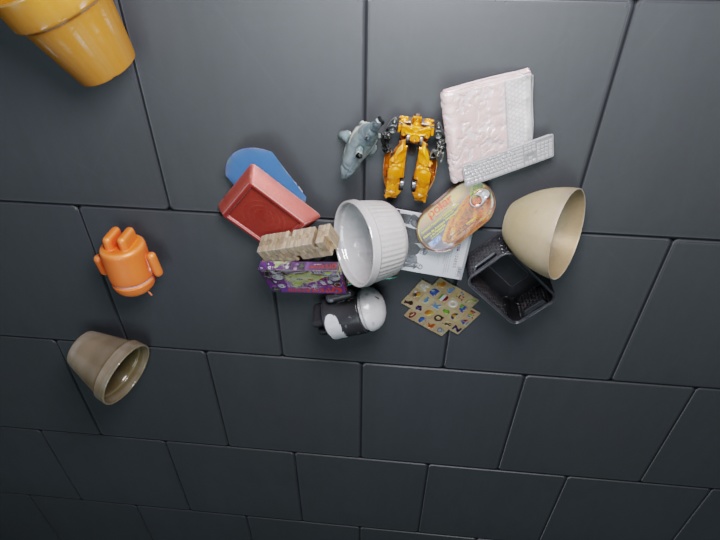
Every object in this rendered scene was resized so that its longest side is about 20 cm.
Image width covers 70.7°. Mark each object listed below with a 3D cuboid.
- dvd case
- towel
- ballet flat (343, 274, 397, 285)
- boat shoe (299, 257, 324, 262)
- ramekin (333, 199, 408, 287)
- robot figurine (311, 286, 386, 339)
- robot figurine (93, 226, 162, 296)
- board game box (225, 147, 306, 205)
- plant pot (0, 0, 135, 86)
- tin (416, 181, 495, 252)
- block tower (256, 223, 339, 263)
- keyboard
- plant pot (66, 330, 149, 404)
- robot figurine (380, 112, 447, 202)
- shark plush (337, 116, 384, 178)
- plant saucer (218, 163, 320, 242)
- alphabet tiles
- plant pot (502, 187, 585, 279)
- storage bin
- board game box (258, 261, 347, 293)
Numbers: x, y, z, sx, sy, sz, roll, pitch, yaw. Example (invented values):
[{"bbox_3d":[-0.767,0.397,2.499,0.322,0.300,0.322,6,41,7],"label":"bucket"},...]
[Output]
[{"bbox_3d":[0.166,-0.064,1.238,0.198,0.025,0.152,10,109,-2],"label":"dvd case"},{"bbox_3d":[0.267,-0.295,1.052,0.189,0.032,0.202,-15,124,0],"label":"towel"},{"bbox_3d":[0.000,0.000,1.314,0.198,0.071,0.071,-10,125,15],"label":"ballet flat"},{"bbox_3d":[-0.141,-0.001,1.319,0.068,0.074,0.199,35,125,-27],"label":"boat shoe"},{"bbox_3d":[0.025,-0.068,1.176,0.104,0.201,0.202,-11,133,-27],"label":"ramekin"},{"bbox_3d":[-0.029,0.112,1.361,0.198,0.150,0.126,-14,88,17],"label":"robot figurine"},{"bbox_3d":[-0.611,-0.016,1.335,0.143,0.117,0.202,-23,132,-26],"label":"robot figurine"},{"bbox_3d":[-0.217,-0.211,1.189,0.157,0.039,0.200,-13,130,33],"label":"board game box"},{"bbox_3d":[-0.535,-0.463,0.958,0.198,0.202,0.184,-10,140,13],"label":"plant pot"},{"bbox_3d":[0.218,-0.128,1.179,0.199,0.042,0.112,-39,108,17],"label":"tin"},{"bbox_3d":[-0.152,-0.060,1.206,0.198,0.054,0.058,-9,141,24],"label":"block tower"},{"bbox_3d":[0.313,-0.232,1.077,0.198,0.011,0.057,-19,127,4],"label":"keyboard"},{"bbox_3d":[-0.777,0.277,1.543,0.172,0.200,0.201,27,127,6],"label":"plant pot"},{"bbox_3d":[0.110,-0.250,1.113,0.143,0.058,0.202,7,128,1],"label":"robot figurine"},{"bbox_3d":[0.013,-0.259,1.060,0.090,0.084,0.199,31,158,-24],"label":"shark plush"},{"bbox_3d":[-0.229,-0.133,1.221,0.199,0.037,0.199,36,138,-20],"label":"plant saucer"},{"bbox_3d":[0.220,0.102,1.395,0.199,0.006,0.167,29,125,-15],"label":"alphabet tiles"},{"bbox_3d":[0.397,-0.094,1.134,0.134,0.200,0.202,19,136,36],"label":"plant pot"},{"bbox_3d":[0.370,0.020,1.263,0.199,0.094,0.135,38,121,-21],"label":"storage bin"},{"bbox_3d":[-0.139,0.018,1.255,0.198,0.033,0.120,0,155,11],"label":"board game box"}]
